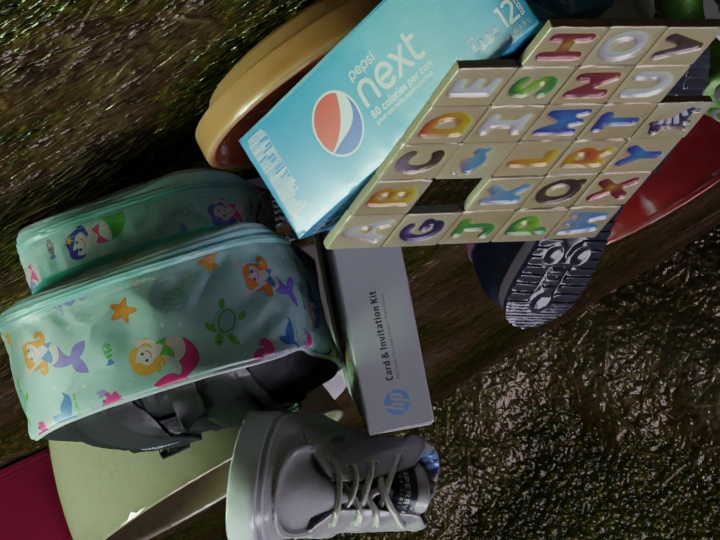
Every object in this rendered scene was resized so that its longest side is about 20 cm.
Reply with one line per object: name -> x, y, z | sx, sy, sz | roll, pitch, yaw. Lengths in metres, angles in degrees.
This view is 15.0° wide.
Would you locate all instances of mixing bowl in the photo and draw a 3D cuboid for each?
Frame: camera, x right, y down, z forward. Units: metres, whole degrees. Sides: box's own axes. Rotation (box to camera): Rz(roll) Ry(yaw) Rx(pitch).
mixing bowl -> 0.173, -0.106, 1.809 | 0.200, 0.109, 0.200 | -33, -169, 7

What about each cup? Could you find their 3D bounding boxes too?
cup -> -0.132, 0.084, 1.836 | 0.200, 0.144, 0.200 | -29, 171, -5

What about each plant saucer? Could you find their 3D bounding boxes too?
plant saucer -> -0.002, -0.119, 1.466 | 0.200, 0.032, 0.200 | -30, 173, -4

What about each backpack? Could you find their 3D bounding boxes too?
backpack -> -0.110, 0.028, 1.514 | 0.177, 0.151, 0.200 | -18, 179, 9

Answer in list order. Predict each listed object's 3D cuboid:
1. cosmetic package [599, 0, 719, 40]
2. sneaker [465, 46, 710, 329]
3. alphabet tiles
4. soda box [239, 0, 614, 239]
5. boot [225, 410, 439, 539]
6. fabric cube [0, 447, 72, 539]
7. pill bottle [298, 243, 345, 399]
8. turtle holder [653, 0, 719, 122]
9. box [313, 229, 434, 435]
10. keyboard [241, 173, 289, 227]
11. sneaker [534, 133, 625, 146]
cosmetic package -> 0.134, -0.142, 1.625 | 0.108, 0.085, 0.200 | -35, 171, 26
sneaker -> 0.119, -0.068, 1.545 | 0.070, 0.082, 0.200 | 13, 119, -41
alphabet tiles -> 0.093, -0.066, 1.370 | 0.167, 0.008, 0.200 | -3, 151, -28
soda box -> 0.030, -0.098, 1.368 | 0.068, 0.064, 0.200 | -19, 164, -49
boot -> -0.009, 0.112, 1.493 | 0.095, 0.074, 0.200 | 6, -173, 11
fabric cube -> -0.319, 0.299, 2.272 | 0.196, 0.200, 0.200 | -26, 171, -35
pill bottle -> -0.076, 0.067, 2.028 | 0.116, 0.116, 0.200 | -21, 167, -47
turtle holder -> 0.247, -0.179, 1.520 | 0.185, 0.132, 0.141 | -43, 171, -17
box -> 0.000, 0.000, 1.570 | 0.041, 0.156, 0.200 | -12, -172, -4
keyboard -> -0.088, -0.027, 1.755 | 0.127, 0.021, 0.200 | -35, 170, 28
sneaker -> 0.067, -0.087, 1.467 | 0.083, 0.081, 0.200 | -18, -178, -20
